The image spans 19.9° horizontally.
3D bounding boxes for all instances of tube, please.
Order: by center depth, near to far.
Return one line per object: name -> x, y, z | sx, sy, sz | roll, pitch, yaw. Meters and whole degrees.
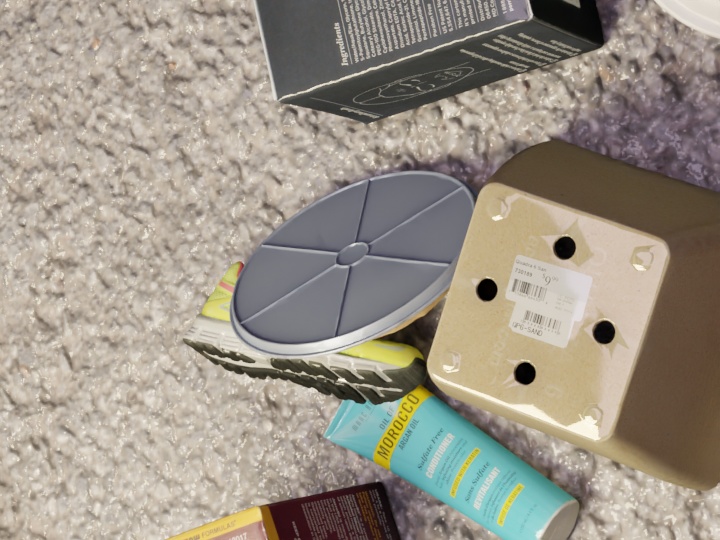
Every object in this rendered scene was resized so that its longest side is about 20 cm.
tube -> 0.065, 0.136, 1.486 | 0.200, 0.050, 0.078 | 32, 91, 29

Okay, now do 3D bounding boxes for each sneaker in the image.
sneaker -> -0.036, 0.038, 1.513 | 0.199, 0.078, 0.091 | 13, 71, 28

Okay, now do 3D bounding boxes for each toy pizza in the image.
toy pizza -> 0.000, 0.000, 1.459 | 0.199, 0.201, 0.032 | -12, 124, 25

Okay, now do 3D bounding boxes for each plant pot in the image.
plant pot -> 0.152, 0.028, 1.371 | 0.199, 0.177, 0.201 | 20, 98, 24

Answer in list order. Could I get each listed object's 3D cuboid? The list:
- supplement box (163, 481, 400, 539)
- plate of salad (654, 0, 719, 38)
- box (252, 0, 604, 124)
supplement box -> -0.058, 0.213, 1.453 | 0.110, 0.200, 0.086 | -22, 80, 23
plate of salad -> 0.272, -0.255, 1.393 | 0.199, 0.048, 0.201 | 2, 97, 19
box -> 0.047, -0.186, 1.442 | 0.199, 0.148, 0.108 | -16, 81, 24
